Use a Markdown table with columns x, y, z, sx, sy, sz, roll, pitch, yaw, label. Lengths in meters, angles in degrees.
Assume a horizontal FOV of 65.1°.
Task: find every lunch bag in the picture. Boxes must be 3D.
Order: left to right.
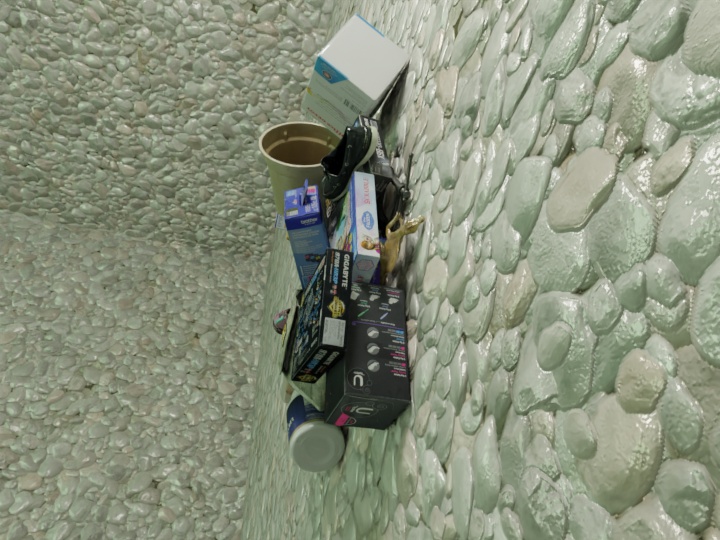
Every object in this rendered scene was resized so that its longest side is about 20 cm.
| x | y | z | sx | sy | sz | roll | pitch | yaw | label |
| --- | --- | --- | --- | --- | --- | --- | --- | --- | --- |
| -0.091 | 0.148 | 1.116 | 0.200 | 0.117 | 0.165 | 30 | 113 | 40 | lunch bag |

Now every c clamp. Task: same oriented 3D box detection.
| x | y | z | sx | sy | sz | roll | pitch | yaw | label |
| --- | --- | --- | --- | --- | --- | --- | --- | --- | --- |
| 0.062 | -0.146 | 1.070 | 0.200 | 0.027 | 0.172 | -123 | 40 | -69 | c clamp |

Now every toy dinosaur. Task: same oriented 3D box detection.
| x | y | z | sx | sy | sz | roll | pitch | yaw | label |
| --- | --- | --- | --- | --- | --- | --- | --- | --- | --- |
| 0.047 | -0.027 | 0.960 | 0.101 | 0.058 | 0.201 | -99 | 23 | -51 | toy dinosaur |

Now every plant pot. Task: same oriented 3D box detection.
| x | y | z | sx | sy | sz | roll | pitch | yaw | label |
| --- | --- | --- | --- | --- | --- | --- | --- | --- | --- |
| -0.138 | -0.223 | 1.344 | 0.201 | 0.199 | 0.184 | -95 | 8 | -48 | plant pot |

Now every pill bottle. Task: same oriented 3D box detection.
| x | y | z | sx | sy | sz | roll | pitch | yaw | label |
| --- | --- | --- | --- | --- | --- | --- | --- | --- | --- |
| -0.100 | 0.320 | 1.191 | 0.200 | 0.110 | 0.112 | -121 | 44 | -70 | pill bottle |

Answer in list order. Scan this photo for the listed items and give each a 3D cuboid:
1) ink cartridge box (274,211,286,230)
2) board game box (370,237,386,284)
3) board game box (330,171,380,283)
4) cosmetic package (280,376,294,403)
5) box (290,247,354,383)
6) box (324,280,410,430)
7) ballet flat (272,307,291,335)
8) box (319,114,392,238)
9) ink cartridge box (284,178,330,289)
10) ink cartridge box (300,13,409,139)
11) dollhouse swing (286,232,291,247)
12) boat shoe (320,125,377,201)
| x | y | z | sx | sy | sz | roll | pitch | yaw | label |
| --- | --- | --- | --- | --- | --- | --- | --- | --- | --- |
| -0.113 | -0.184 | 1.470 | 0.041 | 0.199 | 0.201 | -8 | -68 | -70 | ink cartridge box |
| 0.000 | 0.000 | 1.134 | 0.200 | 0.044 | 0.136 | -172 | 90 | -79 | board game box |
| -0.015 | -0.036 | 1.013 | 0.200 | 0.041 | 0.201 | 111 | 162 | -46 | board game box |
| -0.128 | 0.225 | 1.394 | 0.073 | 0.103 | 0.202 | -167 | 87 | -76 | cosmetic package |
| -0.064 | 0.079 | 0.906 | 0.200 | 0.046 | 0.160 | 125 | 153 | -59 | box |
| 0.007 | 0.134 | 0.899 | 0.123 | 0.105 | 0.201 | 117 | 158 | -50 | box |
| -0.100 | 0.106 | 1.255 | 0.071 | 0.199 | 0.070 | -34 | 66 | 42 | ballet flat |
| -0.014 | -0.181 | 1.132 | 0.200 | 0.049 | 0.159 | -51 | 39 | 46 | box |
| -0.107 | -0.082 | 1.155 | 0.137 | 0.076 | 0.201 | -102 | -1 | -58 | ink cartridge box |
| -0.017 | -0.407 | 1.226 | 0.146 | 0.146 | 0.200 | -55 | 5 | -21 | ink cartridge box |
| -0.121 | -0.195 | 1.573 | 0.201 | 0.180 | 0.177 | -94 | 2 | -47 | dollhouse swing |
| -0.040 | -0.201 | 1.060 | 0.199 | 0.066 | 0.075 | -40 | 49 | 53 | boat shoe |
